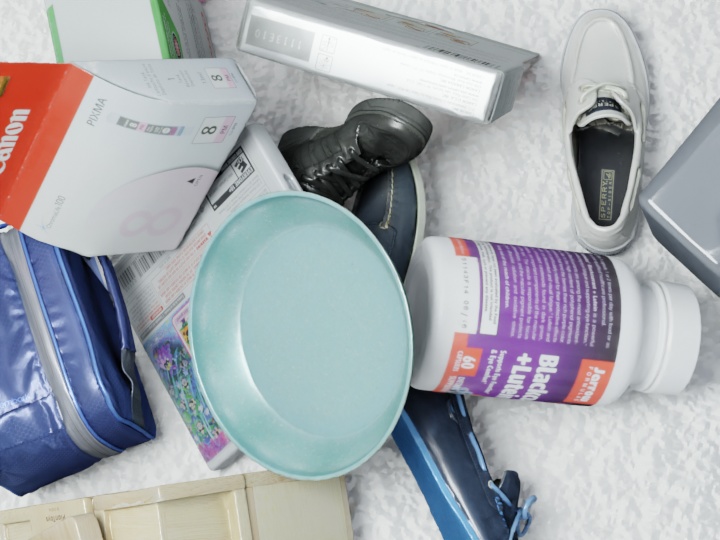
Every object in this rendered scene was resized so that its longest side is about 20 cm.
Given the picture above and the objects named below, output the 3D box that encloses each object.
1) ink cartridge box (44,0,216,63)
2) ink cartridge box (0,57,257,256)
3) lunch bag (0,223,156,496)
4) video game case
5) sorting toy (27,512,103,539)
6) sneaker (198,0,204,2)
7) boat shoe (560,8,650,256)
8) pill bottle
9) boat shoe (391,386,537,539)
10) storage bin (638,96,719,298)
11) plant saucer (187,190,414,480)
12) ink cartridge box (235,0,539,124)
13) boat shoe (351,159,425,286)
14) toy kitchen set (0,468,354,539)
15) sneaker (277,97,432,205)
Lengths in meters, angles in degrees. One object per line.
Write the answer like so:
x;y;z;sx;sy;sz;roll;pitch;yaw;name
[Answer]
-0.167;-0.166;1.210;0.084;0.200;0.146;-16;73;5;ink cartridge box
-0.188;-0.073;1.089;0.200;0.163;0.057;-11;58;-40;ink cartridge box
-0.235;0.053;1.191;0.132;0.136;0.200;-22;72;0;lunch bag
-0.092;0.023;1.182;0.200;0.024;0.182;-42;70;34;video game case
-0.237;0.295;1.097;0.199;0.070;0.200;-31;70;42;sorting toy
-0.092;-0.297;1.291;0.200;0.095;0.079;-37;72;-5;sneaker
0.186;-0.114;1.220;0.072;0.066;0.200;4;76;8;boat shoe
0.136;0.040;1.146;0.200;0.111;0.112;6;75;-10;pill bottle
0.089;0.161;1.146;0.069;0.084;0.200;-23;83;-18;boat shoe
0.283;-0.052;1.135;0.146;0.200;0.134;44;95;16;storage bin
-0.035;0.044;1.102;0.200;0.036;0.200;5;98;38;plant saucer
0.026;-0.167;1.217;0.200;0.174;0.044;18;105;11;ink cartridge box
0.000;0.000;1.206;0.062;0.075;0.200;14;82;-26;boat shoe
-0.132;0.239;1.164;0.200;0.180;0.163;-15;81;44;toy kitchen set
-0.031;-0.060;1.190;0.060;0.200;0.104;38;62;-28;sneaker
